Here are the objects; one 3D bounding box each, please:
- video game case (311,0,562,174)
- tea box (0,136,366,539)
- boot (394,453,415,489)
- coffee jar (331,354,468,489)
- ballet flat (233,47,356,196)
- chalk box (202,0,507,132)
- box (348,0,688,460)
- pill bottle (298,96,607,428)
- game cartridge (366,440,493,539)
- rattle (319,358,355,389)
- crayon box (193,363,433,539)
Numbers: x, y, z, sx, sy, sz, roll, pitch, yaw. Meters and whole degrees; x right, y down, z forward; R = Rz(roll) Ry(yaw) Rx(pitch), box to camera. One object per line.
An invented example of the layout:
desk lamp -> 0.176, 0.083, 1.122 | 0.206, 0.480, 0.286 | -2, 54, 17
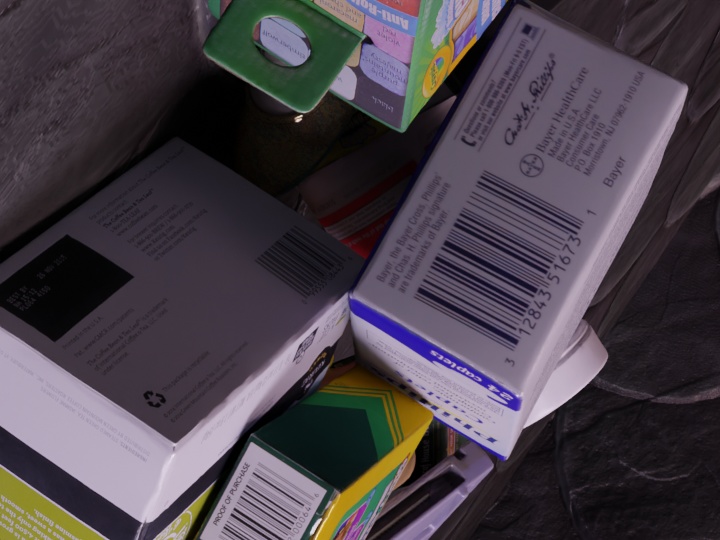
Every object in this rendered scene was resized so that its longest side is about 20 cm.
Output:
video game case -> 0.038, -0.121, 1.298 | 0.180, 0.026, 0.200 | -27, -169, 42
tea box -> -0.120, 0.075, 1.126 | 0.200, 0.133, 0.197 | -43, 162, -51
boot -> -0.059, 0.128, 1.369 | 0.200, 0.174, 0.067 | 43, 41, -81
coffee jar -> -0.021, 0.116, 1.533 | 0.199, 0.085, 0.105 | -18, 136, -18
ballet flat -> -0.016, -0.134, 1.199 | 0.200, 0.071, 0.071 | -54, 167, -10
chalk box -> 0.007, -0.163, 1.050 | 0.200, 0.124, 0.124 | -52, 167, -26
box -> 0.080, -0.016, 1.184 | 0.185, 0.105, 0.200 | -60, 172, -12
pill bottle -> 0.061, -0.005, 1.349 | 0.112, 0.200, 0.112 | -35, -173, 5
game cartridge -> -0.003, 0.200, 1.490 | 0.200, 0.038, 0.130 | -33, 162, -37
rattle -> 0.000, 0.000, 1.408 | 0.199, 0.130, 0.144 | -19, 115, -17
crayon box -> -0.051, 0.161, 1.164 | 0.201, 0.058, 0.172 | -61, 170, 17
